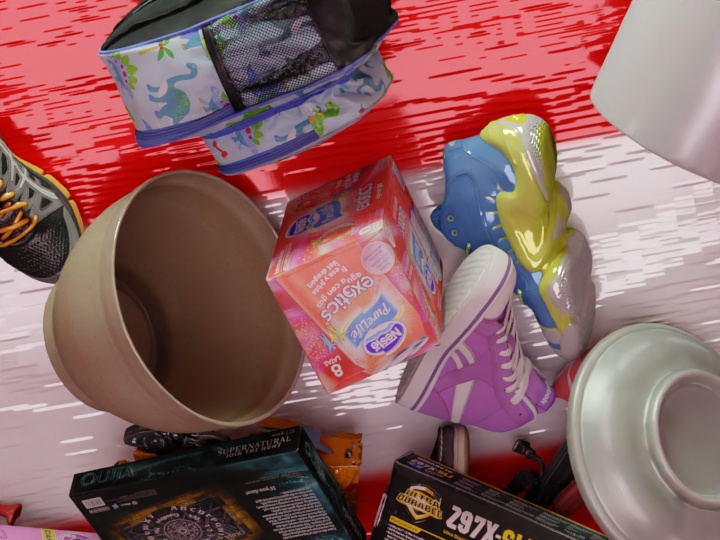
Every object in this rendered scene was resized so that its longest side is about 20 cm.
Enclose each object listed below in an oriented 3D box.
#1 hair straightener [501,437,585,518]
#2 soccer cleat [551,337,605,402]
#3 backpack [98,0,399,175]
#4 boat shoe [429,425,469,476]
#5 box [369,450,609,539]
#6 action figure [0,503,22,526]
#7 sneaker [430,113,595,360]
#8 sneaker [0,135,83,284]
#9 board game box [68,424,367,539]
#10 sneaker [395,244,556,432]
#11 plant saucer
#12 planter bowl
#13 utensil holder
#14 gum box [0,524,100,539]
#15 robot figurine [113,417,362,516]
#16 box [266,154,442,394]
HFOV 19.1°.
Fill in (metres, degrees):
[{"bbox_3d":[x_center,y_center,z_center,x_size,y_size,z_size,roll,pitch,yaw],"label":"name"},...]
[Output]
[{"bbox_3d":[0.148,0.172,1.713,0.041,0.077,0.200,-4,143,-32],"label":"hair straightener"},{"bbox_3d":[0.237,0.138,1.706,0.200,0.068,0.073,46,128,-13],"label":"soccer cleat"},{"bbox_3d":[-0.079,-0.155,1.564,0.200,0.183,0.147,-17,105,16],"label":"backpack"},{"bbox_3d":[0.045,0.216,1.738,0.065,0.072,0.200,12,112,0],"label":"boat shoe"},{"bbox_3d":[0.097,0.252,1.661,0.200,0.049,0.160,21,102,19],"label":"box"},{"bbox_3d":[-0.389,0.209,1.759,0.200,0.099,0.065,12,108,3],"label":"action figure"},{"bbox_3d":[0.116,-0.023,1.660,0.105,0.076,0.200,-7,106,24],"label":"sneaker"},{"bbox_3d":[-0.292,-0.065,1.667,0.078,0.077,0.200,-36,104,13],"label":"sneaker"},{"bbox_3d":[-0.111,0.193,1.693,0.200,0.028,0.135,-13,131,19],"label":"board game box"},{"bbox_3d":[0.109,0.058,1.650,0.114,0.073,0.201,22,146,-3],"label":"sneaker"},{"bbox_3d":[0.249,0.132,1.632,0.200,0.200,0.050,47,143,-11],"label":"plant saucer"},{"bbox_3d":[-0.157,0.037,1.645,0.135,0.200,0.200,-20,108,39],"label":"planter bowl"},{"bbox_3d":[0.276,-0.179,1.536,0.170,0.170,0.200,25,110,-4],"label":"utensil holder"},{"bbox_3d":[-0.288,0.312,1.774,0.113,0.066,0.200,8,116,-19],"label":"gum box"},{"bbox_3d":[-0.100,0.167,1.728,0.200,0.058,0.145,7,132,2],"label":"robot figurine"},{"bbox_3d":[0.000,0.000,1.599,0.095,0.200,0.103,-24,106,10],"label":"box"}]
